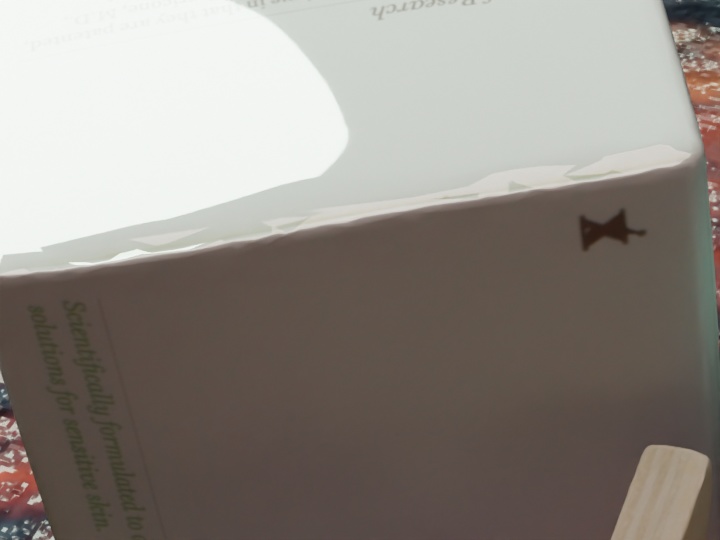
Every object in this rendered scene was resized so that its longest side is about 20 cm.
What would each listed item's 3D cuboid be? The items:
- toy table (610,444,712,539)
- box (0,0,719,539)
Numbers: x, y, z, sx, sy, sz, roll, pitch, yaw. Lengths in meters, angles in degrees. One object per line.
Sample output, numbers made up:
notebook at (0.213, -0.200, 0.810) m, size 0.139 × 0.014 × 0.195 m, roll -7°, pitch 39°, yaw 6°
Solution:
toy table at (0.066, 0.150, 0.716) m, size 0.200 × 0.117 × 0.184 m, roll 1°, pitch 43°, yaw 11°
box at (0.000, 0.000, 0.823) m, size 0.200 × 0.199 × 0.171 m, roll -10°, pitch 43°, yaw 0°
